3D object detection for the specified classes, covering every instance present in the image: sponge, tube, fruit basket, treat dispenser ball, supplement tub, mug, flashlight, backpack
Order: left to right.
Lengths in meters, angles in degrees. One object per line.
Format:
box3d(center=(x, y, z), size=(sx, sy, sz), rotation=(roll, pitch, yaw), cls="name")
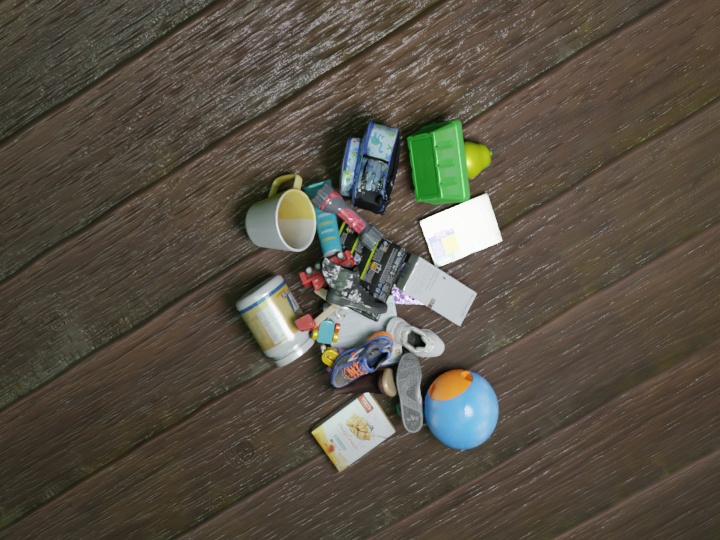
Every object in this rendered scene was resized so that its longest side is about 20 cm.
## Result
box3d(center=(-0.219, 0.131, 1.588), size=(0.142, 0.145, 0.203), rotation=(-30, 99, 4), cls="supplement tub")
box3d(center=(-0.205, -0.133, 1.552), size=(0.150, 0.188, 0.152), rotation=(-3, 126, 37), cls="mug")
box3d(center=(-0.091, -0.135, 1.573), size=(0.075, 0.051, 0.206), rotation=(-13, 72, -3), cls="tube")
box3d(center=(-0.032, -0.132, 1.530), size=(0.199, 0.068, 0.068), rotation=(42, 85, 1), cls="flashlight")
box3d(center=(0.023, -0.262, 1.511), size=(0.142, 0.183, 0.207), rotation=(15, 87, 0), cls="backpack")
box3d(center=(0.084, 0.031, 1.634), size=(0.193, 0.030, 0.116), rotation=(3, 100, -1), cls="sponge")
box3d(center=(0.231, -0.277, 1.553), size=(0.211, 0.153, 0.224), rotation=(-1, 91, -44), cls="fruit basket")
box3d(center=(0.265, 0.365, 1.604), size=(0.194, 0.201, 0.208), rotation=(0, 99, -1), cls="treat dispenser ball")

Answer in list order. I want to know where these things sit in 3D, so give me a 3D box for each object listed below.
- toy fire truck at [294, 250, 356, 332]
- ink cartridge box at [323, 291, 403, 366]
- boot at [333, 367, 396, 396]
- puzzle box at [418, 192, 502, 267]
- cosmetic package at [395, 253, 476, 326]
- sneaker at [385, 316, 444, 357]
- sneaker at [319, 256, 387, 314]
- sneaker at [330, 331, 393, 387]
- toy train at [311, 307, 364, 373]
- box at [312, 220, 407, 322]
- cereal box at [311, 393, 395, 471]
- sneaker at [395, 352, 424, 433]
box3d(center=(-0.087, 0.053, 1.528), size=(0.195, 0.049, 0.144), rotation=(-25, 77, 1), cls="toy fire truck")
box3d(center=(0.011, 0.168, 1.640), size=(0.193, 0.041, 0.206), rotation=(-10, 111, 2), cls="ink cartridge box")
box3d(center=(0.009, 0.306, 1.592), size=(0.161, 0.200, 0.075), rotation=(-16, 88, 4), cls="boot")
box3d(center=(0.265, -0.106, 1.618), size=(0.195, 0.025, 0.137), rotation=(-21, 99, 3), cls="puzzle box")
box3d(center=(0.198, 0.051, 1.595), size=(0.196, 0.074, 0.104), rotation=(29, 91, -17), cls="cosmetic package")
box3d(center=(0.159, 0.193, 1.602), size=(0.196, 0.099, 0.080), rotation=(23, 92, -34), cls="sneaker")
box3d(center=(-0.013, 0.037, 1.482), size=(0.194, 0.060, 0.108), rotation=(12, 97, -17), cls="sneaker")
box3d(center=(0.002, 0.234, 1.549), size=(0.198, 0.079, 0.076), rotation=(-39, 109, 10), cls="sneaker")
box3d(center=(-0.044, 0.185, 1.598), size=(0.147, 0.056, 0.204), rotation=(-28, 110, 4), cls="toy train")
box3d(center=(0.000, 0.000, 1.577), size=(0.189, 0.048, 0.205), rotation=(23, 84, 11), cls="box")
box3d(center=(-0.019, 0.443, 1.693), size=(0.198, 0.040, 0.145), rotation=(-36, 98, 5), cls="cereal box")
box3d(center=(0.135, 0.327, 1.643), size=(0.081, 0.121, 0.207), rotation=(-2, 81, 1), cls="sneaker")
